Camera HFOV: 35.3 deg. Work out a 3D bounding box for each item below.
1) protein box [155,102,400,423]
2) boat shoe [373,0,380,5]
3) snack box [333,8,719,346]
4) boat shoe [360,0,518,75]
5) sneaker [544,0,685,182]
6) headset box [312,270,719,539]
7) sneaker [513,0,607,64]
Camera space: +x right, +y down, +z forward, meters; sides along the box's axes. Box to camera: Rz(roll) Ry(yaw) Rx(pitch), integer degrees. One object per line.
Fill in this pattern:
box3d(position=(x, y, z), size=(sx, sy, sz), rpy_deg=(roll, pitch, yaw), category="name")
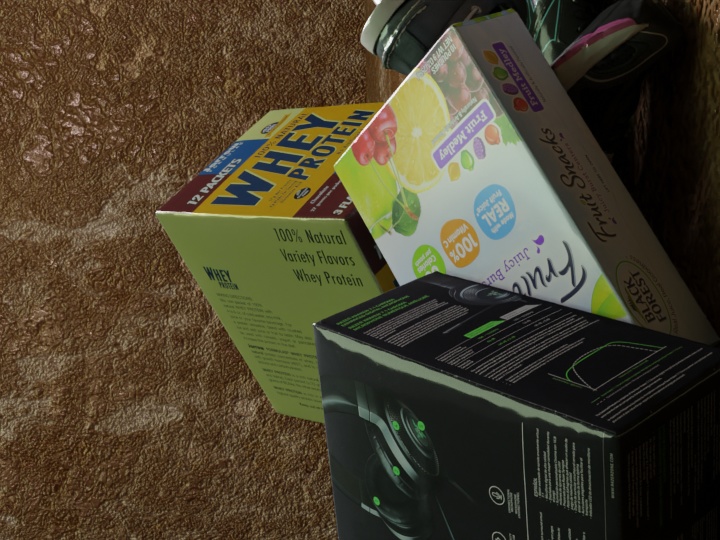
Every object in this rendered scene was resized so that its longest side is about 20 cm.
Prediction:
box3d(position=(0.000, 0.000, 0.813), size=(0.135, 0.198, 0.200), rpy_deg=(-48, -56, -32), category="protein box")
box3d(position=(0.078, -0.253, 0.774), size=(0.200, 0.060, 0.074), rpy_deg=(-47, 61, 38), category="boat shoe")
box3d(position=(0.078, -0.014, 0.604), size=(0.201, 0.053, 0.142), rpy_deg=(61, 144, 12), category="snack box")
box3d(position=(0.075, -0.164, 0.766), size=(0.200, 0.062, 0.073), rpy_deg=(-29, -24, -54), category="boat shoe")
box3d(position=(0.125, -0.073, 0.649), size=(0.080, 0.086, 0.200), rpy_deg=(-47, -1, -37), category="sneaker")
box3d(position=(0.072, 0.109, 0.551), size=(0.200, 0.093, 0.175), rpy_deg=(15, 119, 46), category="headset box")
box3d(position=(0.133, -0.154, 0.707), size=(0.079, 0.075, 0.201), rpy_deg=(27, 115, 52), category="sneaker")
